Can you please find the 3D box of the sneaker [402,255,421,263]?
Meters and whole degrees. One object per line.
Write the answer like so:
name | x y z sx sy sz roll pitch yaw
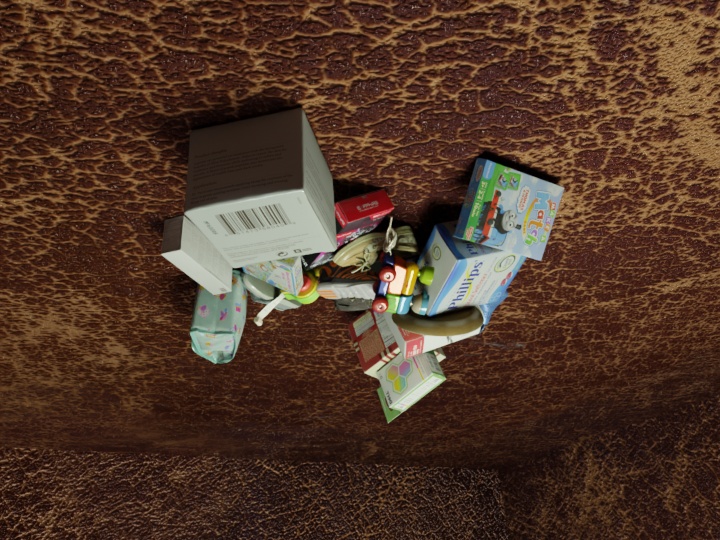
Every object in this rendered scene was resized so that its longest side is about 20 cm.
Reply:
sneaker | 0.114 0.014 1.436 0.074 0.082 0.200 -9 170 15

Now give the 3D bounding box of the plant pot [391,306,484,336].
plant pot | 0.167 0.091 1.389 0.199 0.200 0.028 -2 109 -4

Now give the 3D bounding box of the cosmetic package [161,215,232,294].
cosmetic package | -0.338 -0.028 1.343 0.051 0.083 0.200 -10 151 16

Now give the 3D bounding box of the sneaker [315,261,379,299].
sneaker | 0.000 0.000 1.401 0.199 0.112 0.078 1 152 19

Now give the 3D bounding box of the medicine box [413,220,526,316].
medicine box | 0.226 -0.012 1.336 0.200 0.103 0.182 -12 143 -28

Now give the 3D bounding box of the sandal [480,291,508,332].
sandal | 0.323 0.104 1.675 0.079 0.087 0.200 8 148 -18

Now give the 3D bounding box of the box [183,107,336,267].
box | -0.161 -0.133 1.079 0.198 0.172 0.200 -10 152 10

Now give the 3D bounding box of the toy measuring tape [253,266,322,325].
toy measuring tape | -0.153 0.066 1.468 0.200 0.074 0.074 -44 150 -8

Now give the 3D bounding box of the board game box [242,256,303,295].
board game box | -0.189 -0.015 1.341 0.134 0.034 0.200 25 162 4

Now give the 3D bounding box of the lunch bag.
lunch bag | -0.329 0.112 1.506 0.122 0.171 0.200 4 153 -4

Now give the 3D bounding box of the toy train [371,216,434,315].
toy train | 0.094 -0.003 1.258 0.115 0.085 0.200 11 118 -4

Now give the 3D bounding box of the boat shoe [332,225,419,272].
boat shoe | 0.036 -0.040 1.317 0.200 0.063 0.073 -19 166 -29

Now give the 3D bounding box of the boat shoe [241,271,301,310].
boat shoe | -0.222 0.055 1.520 0.071 0.070 0.201 -24 149 24

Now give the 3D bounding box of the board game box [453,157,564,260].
board game box | 0.285 -0.113 1.218 0.200 0.152 0.037 12 -172 -29

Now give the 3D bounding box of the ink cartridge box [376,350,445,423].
ink cartridge box | 0.103 0.271 1.562 0.059 0.104 0.200 25 122 -41

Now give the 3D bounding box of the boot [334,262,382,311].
boot | 0.009 0.049 1.564 0.199 0.069 0.174 -8 157 15

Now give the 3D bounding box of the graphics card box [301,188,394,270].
graphics card box | -0.034 -0.079 1.272 0.125 0.051 0.200 -22 167 -39

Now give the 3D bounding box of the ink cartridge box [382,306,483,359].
ink cartridge box | 0.170 0.105 1.530 0.200 0.147 0.083 -17 143 -11

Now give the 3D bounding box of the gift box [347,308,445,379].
gift box | 0.100 0.174 1.681 0.184 0.200 0.187 -35 138 22
